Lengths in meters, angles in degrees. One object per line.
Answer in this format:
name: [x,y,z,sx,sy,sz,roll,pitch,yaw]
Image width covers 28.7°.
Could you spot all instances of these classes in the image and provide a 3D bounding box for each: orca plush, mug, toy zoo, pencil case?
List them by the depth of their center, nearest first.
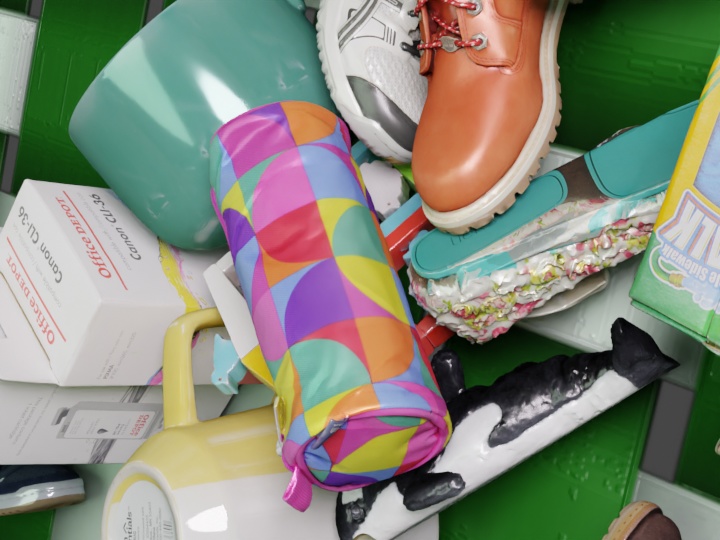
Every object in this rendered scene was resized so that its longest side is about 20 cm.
pencil case: [-0.022,0.012,0.699,0.088,0.088,0.201,-43,50,36]
orca plush: [0.056,0.069,0.710,0.200,0.105,0.071,-39,76,36]
toy zoo: [0.000,0.000,0.765,0.200,0.020,0.131,-41,53,-3]
mug: [-0.069,0.132,0.805,0.187,0.153,0.150,56,128,34]
mug: [-0.069,-0.094,0.820,0.115,0.152,0.185,49,129,3]

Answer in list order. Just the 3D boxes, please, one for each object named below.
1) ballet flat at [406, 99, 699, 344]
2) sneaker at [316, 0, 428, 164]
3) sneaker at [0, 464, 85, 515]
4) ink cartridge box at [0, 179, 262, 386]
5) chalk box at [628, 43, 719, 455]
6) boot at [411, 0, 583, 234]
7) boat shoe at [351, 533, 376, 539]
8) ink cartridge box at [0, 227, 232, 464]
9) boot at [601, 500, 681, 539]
ballet flat: [0.117,-0.023,0.680,0.199,0.064,0.076,-24,34,17]
sneaker: [0.031,-0.159,0.764,0.087,0.075,0.201,-17,65,38]
sneaker: [-0.281,0.131,1.087,0.199,0.070,0.109,-7,84,48]
ink cartridge box: [-0.145,0.008,0.861,0.117,0.199,0.068,50,122,35]
chalk box: [0.202,-0.011,0.560,0.124,0.124,0.201,30,110,43]
boot: [0.050,-0.121,0.689,0.075,0.107,0.201,-4,64,41]
boat shoe: [0.023,0.206,0.722,0.066,0.072,0.201,21,145,25]
ink cartridge box: [-0.199,0.048,0.916,0.083,0.199,0.147,-55,52,23]
boot: [0.174,0.217,0.631,0.166,0.072,0.201,9,93,34]
